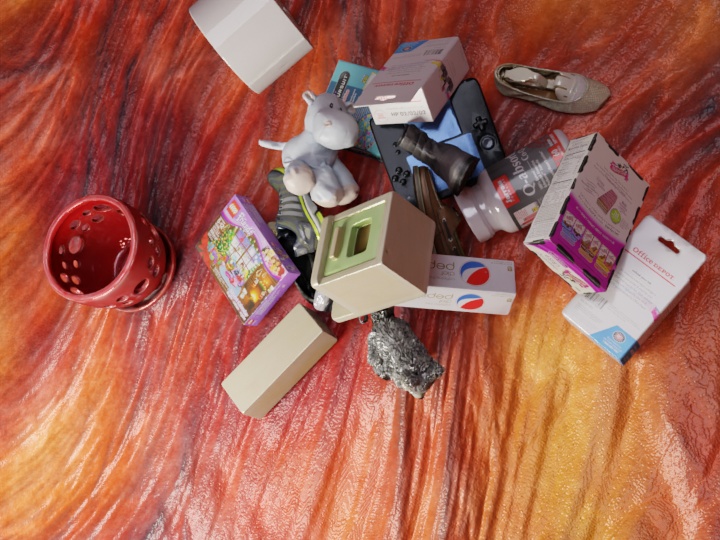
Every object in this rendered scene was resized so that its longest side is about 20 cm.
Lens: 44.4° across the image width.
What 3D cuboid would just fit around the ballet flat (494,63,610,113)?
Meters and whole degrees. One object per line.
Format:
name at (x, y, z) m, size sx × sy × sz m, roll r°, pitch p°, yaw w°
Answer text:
ballet flat at (0.317, -0.309, 1.484) m, size 0.199 × 0.062 × 0.068 m, roll 13°, pitch 82°, yaw 23°

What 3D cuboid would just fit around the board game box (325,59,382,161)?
board game box at (0.025, -0.283, 1.596) m, size 0.199 × 0.047 × 0.151 m, roll 20°, pitch 85°, yaw 24°

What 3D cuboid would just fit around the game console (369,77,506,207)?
game console at (0.134, -0.212, 1.505) m, size 0.199 × 0.031 × 0.177 m, roll -20°, pitch 96°, yaw 8°

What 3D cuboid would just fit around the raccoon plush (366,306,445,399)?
raccoon plush at (0.052, 0.114, 1.410) m, size 0.097 × 0.134 × 0.200 m, roll -38°, pitch 100°, yaw -10°

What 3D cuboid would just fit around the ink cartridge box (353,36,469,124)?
ink cartridge box at (0.085, -0.303, 1.459) m, size 0.115 × 0.068 × 0.200 m, roll 3°, pitch 43°, yaw 35°

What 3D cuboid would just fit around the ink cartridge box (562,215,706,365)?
ink cartridge box at (0.421, 0.030, 1.349) m, size 0.115 × 0.068 × 0.200 m, roll 42°, pitch 94°, yaw 25°

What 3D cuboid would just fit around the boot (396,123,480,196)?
boot at (0.115, -0.181, 1.399) m, size 0.131 × 0.200 × 0.070 m, roll 32°, pitch 96°, yaw -1°

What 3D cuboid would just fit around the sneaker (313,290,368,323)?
sneaker at (0.000, 0.000, 1.524) m, size 0.114 × 0.076 × 0.200 m, roll 24°, pitch 61°, yaw -3°

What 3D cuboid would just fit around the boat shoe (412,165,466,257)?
boat shoe at (0.134, -0.083, 1.475) m, size 0.068 × 0.072 × 0.201 m, roll -13°, pitch 101°, yaw 5°

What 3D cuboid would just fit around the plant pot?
plant pot at (-0.452, -0.022, 1.637) m, size 0.200 × 0.182 × 0.201 m, roll -5°, pitch 75°, yaw 20°

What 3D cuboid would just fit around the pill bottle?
pill bottle at (0.262, -0.133, 1.432) m, size 0.200 × 0.116 × 0.116 m, roll -29°, pitch 69°, yaw 12°

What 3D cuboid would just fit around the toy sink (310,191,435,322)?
toy sink at (0.001, -0.018, 1.360) m, size 0.200 × 0.112 × 0.131 m, roll -19°, pitch 49°, yaw 42°

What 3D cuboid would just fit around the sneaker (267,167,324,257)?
sneaker at (-0.124, -0.107, 1.577) m, size 0.081 × 0.074 × 0.200 m, roll -29°, pitch 56°, yaw -10°

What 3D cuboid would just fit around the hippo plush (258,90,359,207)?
hippo plush at (-0.053, -0.219, 1.533) m, size 0.161 × 0.159 × 0.200 m, roll -59°, pitch 35°, yaw 23°

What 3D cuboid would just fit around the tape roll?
tape roll at (-0.201, -0.451, 1.640) m, size 0.139 × 0.203 × 0.203 m, roll -39°, pitch 67°, yaw 8°

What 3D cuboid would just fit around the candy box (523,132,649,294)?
candy box at (0.340, -0.085, 1.318) m, size 0.061 × 0.136 × 0.200 m, roll -7°, pitch 49°, yaw 58°

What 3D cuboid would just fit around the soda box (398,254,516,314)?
soda box at (0.146, 0.021, 1.418) m, size 0.199 × 0.064 × 0.068 m, roll 5°, pitch 53°, yaw -2°

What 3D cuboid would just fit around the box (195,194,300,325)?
box at (-0.208, -0.020, 1.596) m, size 0.137 × 0.039 × 0.200 m, roll -49°, pitch 60°, yaw 22°

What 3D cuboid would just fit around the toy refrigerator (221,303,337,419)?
toy refrigerator at (-0.139, 0.160, 1.539) m, size 0.200 × 0.070 × 0.076 m, roll -46°, pitch 59°, yaw 4°

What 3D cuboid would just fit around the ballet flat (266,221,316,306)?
ballet flat at (-0.111, -0.017, 1.576) m, size 0.066 × 0.057 × 0.200 m, roll -43°, pitch 66°, yaw 9°
